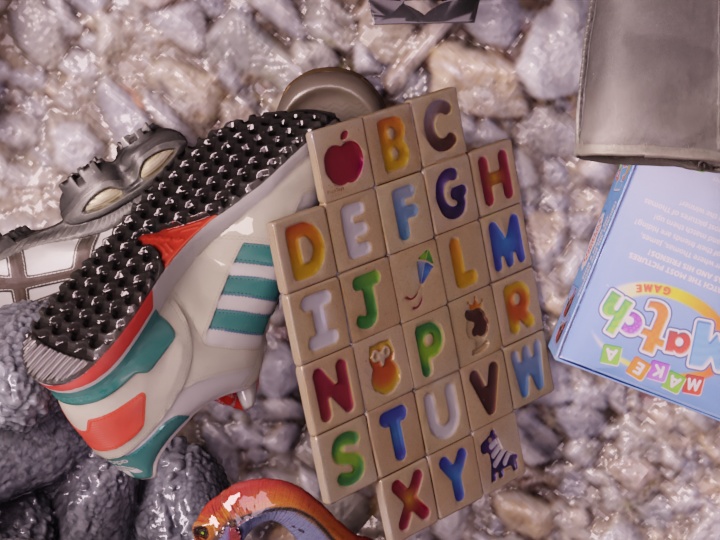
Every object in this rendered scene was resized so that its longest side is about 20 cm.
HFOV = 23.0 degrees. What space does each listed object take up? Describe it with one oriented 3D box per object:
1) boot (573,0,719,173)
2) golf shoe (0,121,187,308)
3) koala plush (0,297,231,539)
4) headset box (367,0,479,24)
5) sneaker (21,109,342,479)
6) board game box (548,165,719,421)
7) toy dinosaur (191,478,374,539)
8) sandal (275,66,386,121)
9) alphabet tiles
[{"bbox_3d":[0.186,-0.146,0.823,0.179,0.073,0.203,-1,80,-2],"label":"boot"},{"bbox_3d":[-0.150,0.015,0.869,0.199,0.078,0.095,-34,100,6],"label":"golf shoe"},{"bbox_3d":[-0.167,0.157,0.812,0.183,0.201,0.178,-30,126,16],"label":"koala plush"},{"bbox_3d":[0.028,-0.218,0.831,0.147,0.077,0.203,-1,99,-2],"label":"headset box"},{"bbox_3d":[-0.068,0.010,0.823,0.200,0.070,0.094,-50,129,-31],"label":"sneaker"},{"bbox_3d":[0.201,-0.024,0.892,0.150,0.037,0.202,21,98,-5],"label":"board game box"},{"bbox_3d":[-0.003,0.162,0.867,0.104,0.200,0.183,-14,108,34],"label":"toy dinosaur"},{"bbox_3d":[0.000,0.000,0.881,0.081,0.055,0.203,-8,100,0],"label":"sandal"},{"bbox_3d":[0.030,0.020,0.855,0.165,0.006,0.202,-20,104,-41],"label":"alphabet tiles"}]
